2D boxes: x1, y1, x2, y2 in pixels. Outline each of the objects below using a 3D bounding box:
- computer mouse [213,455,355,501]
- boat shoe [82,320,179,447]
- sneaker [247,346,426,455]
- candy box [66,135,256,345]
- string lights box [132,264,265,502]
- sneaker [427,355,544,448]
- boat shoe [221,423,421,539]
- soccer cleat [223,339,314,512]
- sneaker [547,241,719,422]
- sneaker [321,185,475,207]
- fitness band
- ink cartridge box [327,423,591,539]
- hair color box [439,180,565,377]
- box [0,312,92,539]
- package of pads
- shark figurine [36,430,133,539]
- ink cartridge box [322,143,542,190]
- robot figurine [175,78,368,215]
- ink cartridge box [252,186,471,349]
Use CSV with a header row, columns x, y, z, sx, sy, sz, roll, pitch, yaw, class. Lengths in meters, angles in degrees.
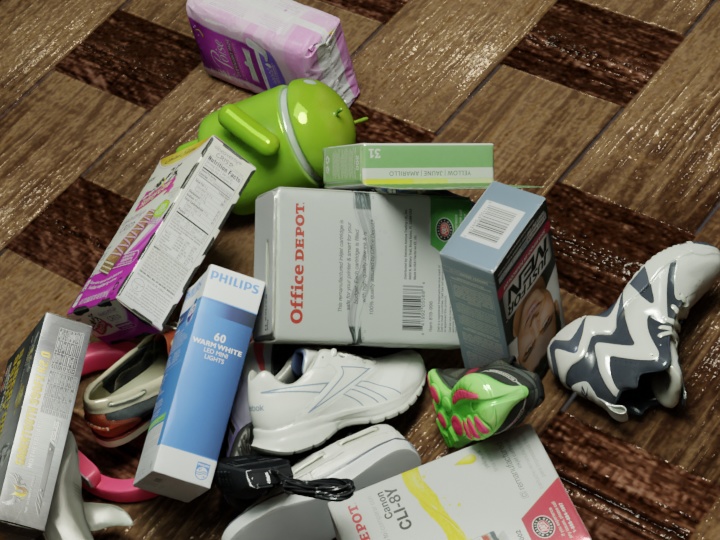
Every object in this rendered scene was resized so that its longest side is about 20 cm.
x,y,z,sx,sy,sz,roll,pitch,yaw,class
-0.068,0.189,1.555,0.058,0.034,0.200,-4,4,-32,computer mouse
-0.190,0.088,1.736,0.071,0.063,0.200,28,56,35,boat shoe
-0.020,0.106,1.669,0.199,0.088,0.074,-20,11,-35,sneaker
-0.199,-0.029,1.777,0.136,0.061,0.201,-16,40,59,candy box
-0.151,0.106,1.657,0.059,0.103,0.201,19,72,-13,string lights box
0.115,0.118,1.617,0.083,0.077,0.200,-14,3,-13,sneaker
-0.043,0.202,1.634,0.199,0.072,0.066,-31,38,-10,boat shoe
-0.099,0.145,1.712,0.073,0.068,0.201,-22,45,45,soccer cleat
0.286,0.067,1.663,0.198,0.080,0.130,-31,50,-14,sneaker
0.041,-0.054,1.854,0.199,0.076,0.077,12,12,35,sneaker
-0.238,0.147,1.758,0.143,0.038,0.200,-36,51,-21,fitness band
0.088,0.241,1.552,0.199,0.084,0.146,-21,47,-5,ink cartridge box
0.136,0.026,1.655,0.060,0.201,0.099,20,56,28,hair color box
-0.311,0.158,1.653,0.048,0.158,0.201,17,66,-17,box
-0.100,-0.255,2.026,0.199,0.121,0.076,26,59,31,package of pads
-0.249,0.250,1.621,0.214,0.090,0.128,37,86,27,shark figurine
0.066,-0.100,1.713,0.145,0.048,0.200,-2,2,-24,ink cartridge box
-0.093,-0.132,1.900,0.199,0.175,0.116,-20,83,18,robot figurine
0.000,0.000,1.701,0.199,0.083,0.148,3,84,-19,ink cartridge box
